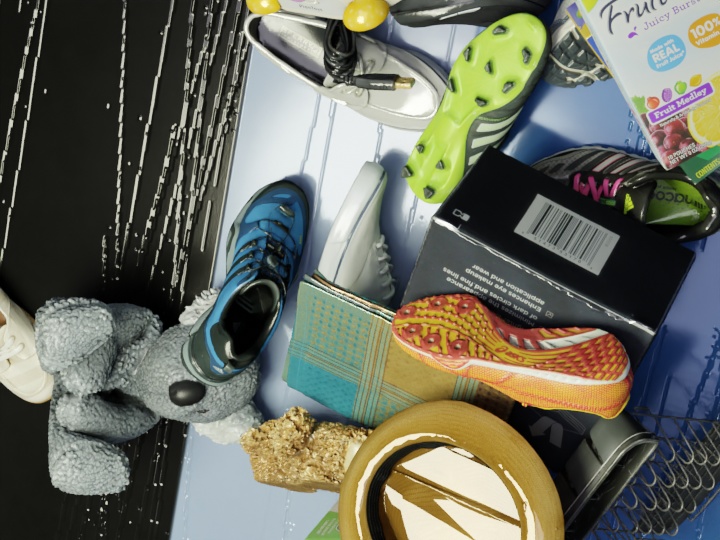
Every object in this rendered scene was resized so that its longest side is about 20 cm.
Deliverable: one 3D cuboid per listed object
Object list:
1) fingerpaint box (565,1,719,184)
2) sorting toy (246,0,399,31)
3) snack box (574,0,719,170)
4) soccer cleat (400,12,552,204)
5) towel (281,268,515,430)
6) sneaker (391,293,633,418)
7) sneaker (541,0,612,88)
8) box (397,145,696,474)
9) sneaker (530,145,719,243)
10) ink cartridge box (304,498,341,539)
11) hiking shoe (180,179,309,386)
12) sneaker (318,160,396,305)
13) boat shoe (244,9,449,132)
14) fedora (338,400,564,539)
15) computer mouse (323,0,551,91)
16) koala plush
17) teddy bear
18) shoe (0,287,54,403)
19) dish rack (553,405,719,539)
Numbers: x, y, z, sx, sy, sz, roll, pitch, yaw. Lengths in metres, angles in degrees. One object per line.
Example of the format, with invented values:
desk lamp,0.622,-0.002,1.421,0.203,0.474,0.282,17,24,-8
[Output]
fingerpaint box,0.291,-0.195,1.376,0.200,0.073,0.167,-36,118,11
sorting toy,-0.054,-0.292,1.418,0.199,0.180,0.107,13,68,28
snack box,0.243,-0.192,1.299,0.142,0.053,0.200,-28,115,7
soccer cleat,0.104,-0.138,1.470,0.068,0.081,0.200,47,127,19
towel,0.032,0.090,1.472,0.199,0.022,0.147,25,138,10
sneaker,0.114,0.074,1.370,0.199,0.073,0.077,17,143,24
sneaker,0.211,-0.239,1.440,0.200,0.077,0.086,-50,42,17
box,0.141,0.037,1.454,0.196,0.118,0.200,29,135,9
sneaker,0.221,-0.060,1.464,0.199,0.087,0.074,5,103,15
ink cartridge box,0.067,0.253,1.542,0.199,0.145,0.084,0,102,17
hiking shoe,-0.083,0.009,1.530,0.074,0.087,0.201,29,68,-22
sneaker,0.000,0.000,1.557,0.071,0.073,0.201,18,115,2
boat shoe,-0.010,-0.177,1.519,0.200,0.066,0.072,31,108,8
fedora,0.081,0.201,1.412,0.200,0.082,0.201,-4,82,27
computer mouse,0.059,-0.216,1.463,0.199,0.046,0.141,3,68,11
koala plush,-0.183,0.092,1.594,0.199,0.184,0.178,-5,102,-4
teddy bear,-0.020,0.158,1.536,0.145,0.200,0.067,16,76,-18
shoe,-0.359,0.045,1.672,0.070,0.053,0.200,-35,90,20
dish rack,0.240,0.182,1.459,0.154,0.199,0.055,-57,45,27
